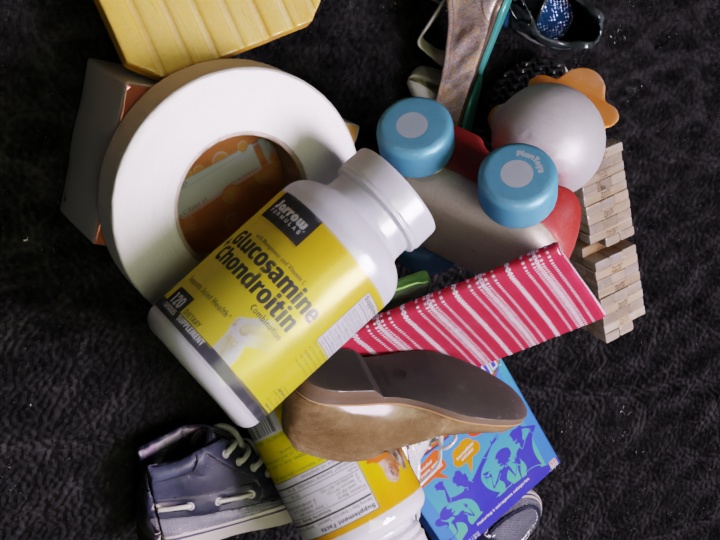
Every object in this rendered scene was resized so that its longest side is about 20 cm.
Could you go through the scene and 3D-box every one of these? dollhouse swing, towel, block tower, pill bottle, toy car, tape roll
[{"bbox_3d":[-0.114,-0.264,0.883,0.199,0.182,0.176,-25,77,-21],"label":"dollhouse swing"},{"bbox_3d":[-0.045,0.048,1.038,0.199,0.149,0.031,-18,88,-7],"label":"towel"},{"bbox_3d":[0.233,-0.033,1.247,0.054,0.058,0.201,-24,120,-21],"label":"block tower"},{"bbox_3d":[-0.018,0.162,1.052,0.109,0.109,0.201,-26,87,-20],"label":"pill bottle"},{"bbox_3d":[0.127,-0.098,1.053,0.200,0.176,0.185,-54,157,-22],"label":"toy car"},{"bbox_3d":[-0.094,-0.055,0.942,0.202,0.037,0.204,-11,113,-26],"label":"tape roll"},{"bbox_3d":[0.085,0.042,1.011,0.199,0.023,0.145,-23,151,16],"label":"towel"},{"bbox_3d":[-0.045,0.008,0.903,0.200,0.112,0.112,-43,123,-9],"label":"pill bottle"}]

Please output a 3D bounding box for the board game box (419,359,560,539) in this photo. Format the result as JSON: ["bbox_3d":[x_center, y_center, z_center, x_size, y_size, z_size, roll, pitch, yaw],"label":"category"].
[{"bbox_3d":[0.094,0.163,1.240,0.152,0.045,0.200,-40,121,-12],"label":"board game box"}]

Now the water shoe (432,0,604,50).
[{"bbox_3d":[0.130,-0.247,1.095,0.199,0.079,0.072,15,99,-33],"label":"water shoe"}]

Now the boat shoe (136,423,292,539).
[{"bbox_3d":[-0.101,0.172,1.102,0.199,0.075,0.093,-18,123,-23],"label":"boat shoe"}]

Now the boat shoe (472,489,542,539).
[{"bbox_3d":[0.125,0.307,1.280,0.200,0.093,0.075,-39,122,-13],"label":"boat shoe"}]

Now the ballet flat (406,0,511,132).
[{"bbox_3d":[0.078,-0.175,1.092,0.067,0.068,0.201,20,131,6],"label":"ballet flat"}]

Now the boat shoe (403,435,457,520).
[{"bbox_3d":[0.046,0.139,1.141,0.086,0.075,0.203,-10,92,-23],"label":"boat shoe"}]

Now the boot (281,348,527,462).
[{"bbox_3d":[0.033,0.110,0.992,0.199,0.074,0.076,7,120,-19],"label":"boot"}]

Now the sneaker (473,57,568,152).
[{"bbox_3d":[0.142,-0.097,1.172,0.201,0.070,0.093,-68,158,-6],"label":"sneaker"}]

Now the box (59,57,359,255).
[{"bbox_3d":[-0.119,-0.081,0.998,0.199,0.097,0.125,6,105,-31],"label":"box"}]
